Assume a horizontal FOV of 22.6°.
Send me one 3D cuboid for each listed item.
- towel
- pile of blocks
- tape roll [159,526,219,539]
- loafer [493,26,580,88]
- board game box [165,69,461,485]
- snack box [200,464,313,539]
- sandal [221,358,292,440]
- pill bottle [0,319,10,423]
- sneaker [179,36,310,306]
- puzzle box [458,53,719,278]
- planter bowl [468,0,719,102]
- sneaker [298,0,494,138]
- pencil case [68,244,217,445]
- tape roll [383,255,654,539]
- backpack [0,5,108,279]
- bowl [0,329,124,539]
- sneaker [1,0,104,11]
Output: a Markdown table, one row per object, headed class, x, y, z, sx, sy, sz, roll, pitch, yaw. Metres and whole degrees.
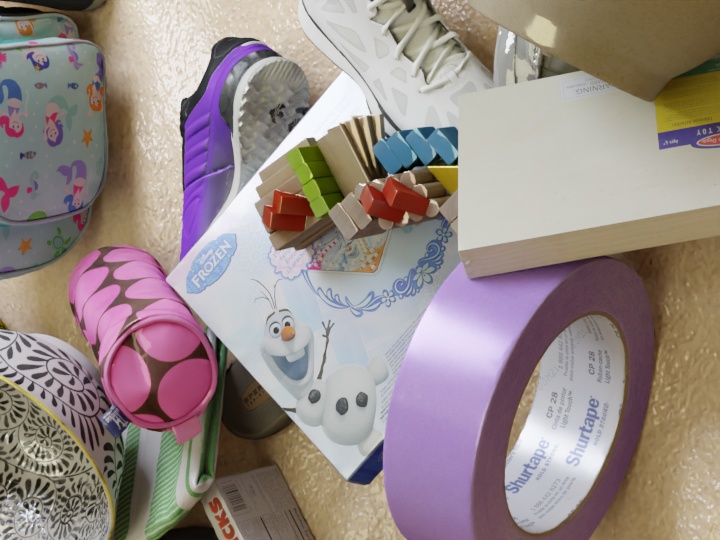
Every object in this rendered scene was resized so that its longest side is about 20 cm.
| class | x | y | z | sx | sy | sz | roll | pitch | yaw |
| --- | --- | --- | --- | --- | --- | --- | --- | --- | --- |
| towel | -0.165 | 0.144 | 1.331 | 0.200 | 0.023 | 0.154 | -38 | 37 | 38 |
| pile of blocks | 0.009 | -0.057 | 1.119 | 0.198 | 0.062 | 0.083 | -5 | 94 | 31 |
| tape roll | -0.133 | 0.297 | 1.348 | 0.199 | 0.066 | 0.203 | 5 | 98 | 37 |
| loafer | 0.123 | -0.145 | 1.107 | 0.069 | 0.070 | 0.202 | -3 | 92 | 46 |
| board game box | 0.000 | 0.000 | 1.193 | 0.200 | 0.043 | 0.199 | -48 | 66 | 8 |
| snack box | -0.044 | 0.234 | 1.269 | 0.024 | 0.072 | 0.201 | -37 | 72 | 31 |
| sandal | -0.045 | 0.049 | 1.262 | 0.200 | 0.054 | 0.082 | -43 | 69 | 29 |
| pill bottle | -0.335 | 0.068 | 1.455 | 0.200 | 0.104 | 0.105 | 46 | 119 | 24 |
| sneaker | -0.097 | -0.075 | 1.289 | 0.099 | 0.069 | 0.202 | 41 | 122 | 43 |
| puzzle box | 0.153 | -0.066 | 1.023 | 0.198 | 0.026 | 0.134 | -9 | 44 | 14 |
| planter bowl | 0.140 | -0.178 | 0.996 | 0.200 | 0.200 | 0.136 | 35 | 104 | 29 |
| sneaker | 0.025 | -0.150 | 1.139 | 0.076 | 0.116 | 0.200 | -40 | 65 | -15 |
| pencil case | -0.157 | 0.049 | 1.283 | 0.090 | 0.200 | 0.094 | -33 | 112 | -3 |
| tape roll | 0.098 | 0.082 | 1.066 | 0.065 | 0.199 | 0.202 | 18 | 105 | 33 |
| backpack | -0.280 | -0.093 | 1.356 | 0.150 | 0.177 | 0.202 | 14 | 107 | 40 |
| bowl | -0.243 | 0.110 | 1.313 | 0.199 | 0.094 | 0.202 | 18 | 135 | 19 |
| sneaker | -0.293 | -0.257 | 1.391 | 0.199 | 0.106 | 0.076 | 26 | 109 | 33 |
